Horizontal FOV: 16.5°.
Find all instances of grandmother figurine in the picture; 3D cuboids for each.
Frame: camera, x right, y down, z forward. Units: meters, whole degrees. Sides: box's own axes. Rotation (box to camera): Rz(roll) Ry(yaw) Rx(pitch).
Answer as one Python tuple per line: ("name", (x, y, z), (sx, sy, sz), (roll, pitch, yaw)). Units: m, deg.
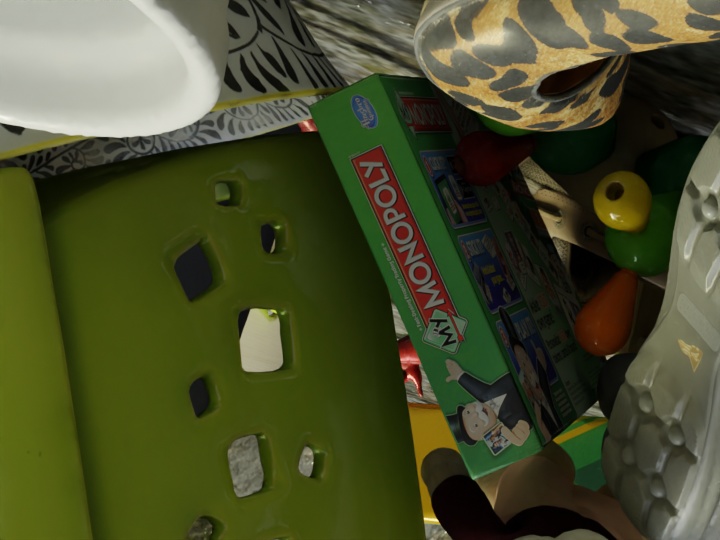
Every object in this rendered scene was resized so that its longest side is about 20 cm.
("grandmother figurine", (0.070, 0.104, 0.845), (0.121, 0.061, 0.200), (21, -173, 7))

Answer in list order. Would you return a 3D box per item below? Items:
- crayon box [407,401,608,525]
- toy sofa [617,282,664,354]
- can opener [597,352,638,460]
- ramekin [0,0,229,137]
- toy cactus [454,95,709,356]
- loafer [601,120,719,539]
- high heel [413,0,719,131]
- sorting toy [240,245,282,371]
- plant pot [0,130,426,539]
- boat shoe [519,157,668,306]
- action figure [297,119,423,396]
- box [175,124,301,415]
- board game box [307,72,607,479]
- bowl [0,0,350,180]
("crayon box", (0.092, 0.087, 1.050), (0.199, 0.052, 0.126), (2, 175, 23))
("toy sofa", (0.202, 0.029, 1.036), (0.097, 0.083, 0.200), (13, 178, -27))
("can opener", (0.186, 0.045, 0.900), (0.199, 0.053, 0.067), (-4, 144, 6))
("ramekin", (-0.115, -0.117, 0.609), (0.200, 0.098, 0.201), (18, 166, 4))
("toy cactus", (0.110, -0.025, 0.890), (0.199, 0.103, 0.165), (12, -172, -25))
("loafer", (0.135, 0.007, 0.785), (0.070, 0.200, 0.070), (-11, -131, -30))
("high heel", (0.085, -0.063, 0.636), (0.142, 0.072, 0.200), (24, 167, 23))
("sorting toy", (-0.112, 0.010, 1.407), (0.199, 0.181, 0.107), (19, 174, 0))
("plant pot", (-0.113, 0.064, 0.845), (0.199, 0.201, 0.181), (-13, 173, 39))
("boat shoe", (0.089, -0.021, 1.037), (0.071, 0.065, 0.200), (23, 173, -29))
("action figure", (0.000, 0.000, 1.030), (0.200, 0.099, 0.065), (44, -157, -15))
("box", (-0.148, -0.031, 1.087), (0.200, 0.197, 0.117), (16, 173, 33))
("board game box", (0.043, -0.004, 0.900), (0.029, 0.135, 0.200), (-25, 177, 13))
("bowl", (-0.109, -0.081, 0.860), (0.200, 0.094, 0.201), (-14, 179, 0))
